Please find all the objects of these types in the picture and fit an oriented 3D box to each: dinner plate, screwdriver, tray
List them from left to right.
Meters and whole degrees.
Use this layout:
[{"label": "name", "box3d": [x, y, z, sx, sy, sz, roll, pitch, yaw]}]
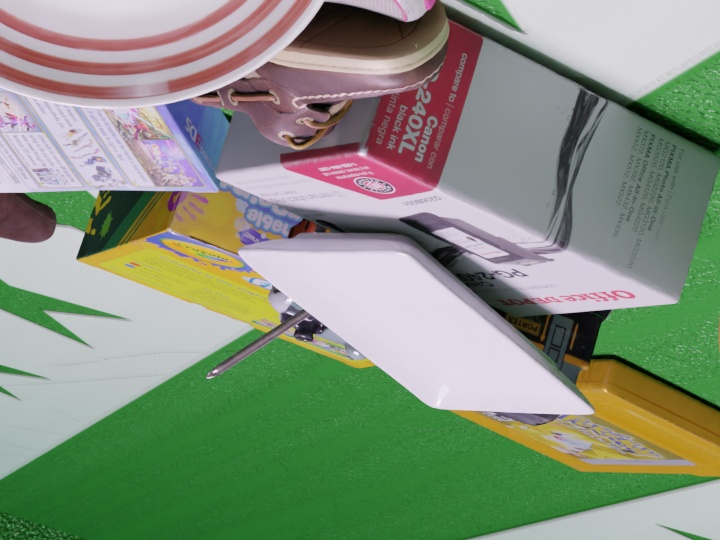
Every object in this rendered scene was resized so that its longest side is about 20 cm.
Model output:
[{"label": "dinner plate", "box3d": [-0.103, -0.150, 1.183, 0.199, 0.024, 0.201, 0, 132, 0]}, {"label": "screwdriver", "box3d": [0.000, 0.000, 1.574, 0.200, 0.029, 0.028, -30, 136, 7]}, {"label": "tray", "box3d": [0.033, 0.025, 1.513, 0.107, 0.022, 0.200, 2, 156, 36]}]

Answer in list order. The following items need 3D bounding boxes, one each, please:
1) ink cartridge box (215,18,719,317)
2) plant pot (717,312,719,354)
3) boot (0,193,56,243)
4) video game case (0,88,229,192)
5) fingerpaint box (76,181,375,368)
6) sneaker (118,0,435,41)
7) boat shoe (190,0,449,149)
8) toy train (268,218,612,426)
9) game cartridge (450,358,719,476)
[{"label": "ink cartridge box", "box3d": [0.054, -0.050, 1.452, 0.200, 0.084, 0.145, 25, 164, -28]}, {"label": "plant pot", "box3d": [0.279, 0.044, 1.423, 0.200, 0.188, 0.187, 25, 175, 40]}, {"label": "boot", "box3d": [-0.311, -0.060, 1.871, 0.199, 0.073, 0.166, 6, 161, 26]}, {"label": "video game case", "box3d": [-0.181, -0.105, 1.471, 0.181, 0.046, 0.200, 1, 152, 18]}, {"label": "fingerpaint box", "box3d": [-0.043, -0.013, 1.736, 0.199, 0.074, 0.167, 21, 167, -20]}, {"label": "sneaker", "box3d": [-0.064, -0.129, 1.270, 0.199, 0.089, 0.081, 13, 166, 14]}, {"label": "boat shoe", "box3d": [-0.026, -0.094, 1.349, 0.200, 0.072, 0.072, 8, 130, 47]}, {"label": "toy train", "box3d": [0.046, 0.008, 1.629, 0.199, 0.114, 0.085, 20, 165, -15]}, {"label": "game cartridge", "box3d": [0.165, 0.103, 2.036, 0.176, 0.033, 0.200, 26, 165, -34]}]
